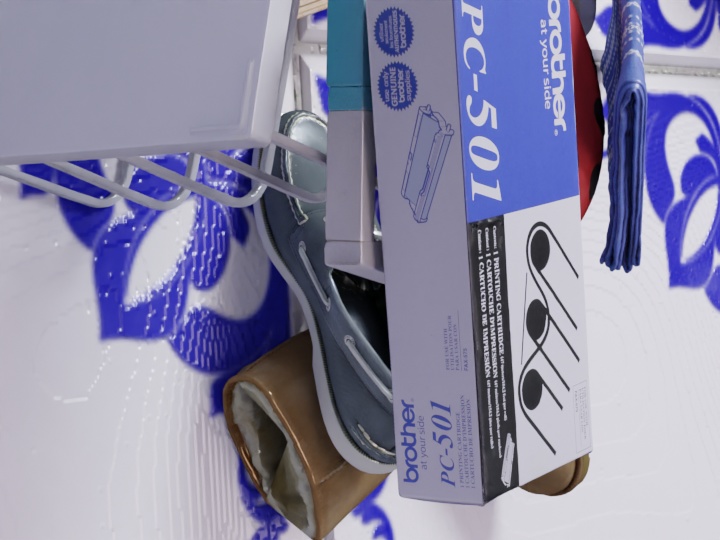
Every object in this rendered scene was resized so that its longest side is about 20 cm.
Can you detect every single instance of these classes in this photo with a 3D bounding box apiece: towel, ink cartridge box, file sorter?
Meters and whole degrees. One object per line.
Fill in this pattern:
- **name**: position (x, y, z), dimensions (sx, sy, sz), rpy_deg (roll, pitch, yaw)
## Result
- **towel**: position (0.151, -0.114, 1.115), dimensions (0.201, 0.024, 0.145), rpy_deg (-85, 173, -46)
- **ink cartridge box**: position (0.050, -0.015, 0.768), dimensions (0.094, 0.044, 0.201), rpy_deg (-14, 103, -54)
- **file sorter**: position (-0.074, -0.102, 0.836), dimensions (0.124, 0.199, 0.140), rpy_deg (21, 73, -49)

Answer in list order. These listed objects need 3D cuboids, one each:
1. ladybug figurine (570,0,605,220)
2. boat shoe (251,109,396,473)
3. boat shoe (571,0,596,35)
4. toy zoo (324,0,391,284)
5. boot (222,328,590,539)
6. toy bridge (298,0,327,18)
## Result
- **ladybug figurine**: position (0.088, -0.098, 1.074), dimensions (0.135, 0.072, 0.201), rpy_deg (9, 66, -45)
- **boat shoe**: position (0.000, 0.000, 0.967), dimensions (0.072, 0.062, 0.201), rpy_deg (0, 65, -37)
- **boat shoe**: position (0.113, -0.237, 1.137), dimensions (0.068, 0.073, 0.200), rpy_deg (-22, 96, -31)
- **toy zoo**: position (0.032, -0.071, 0.797), dimensions (0.131, 0.020, 0.201), rpy_deg (-2, 93, -54)
- **boot**: position (0.028, 0.090, 1.039), dimensions (0.200, 0.066, 0.176), rpy_deg (-36, 102, -43)
- **toy bridge**: position (-0.003, -0.161, 1.010), dimensions (0.200, 0.067, 0.027), rpy_deg (-34, 113, -44)
